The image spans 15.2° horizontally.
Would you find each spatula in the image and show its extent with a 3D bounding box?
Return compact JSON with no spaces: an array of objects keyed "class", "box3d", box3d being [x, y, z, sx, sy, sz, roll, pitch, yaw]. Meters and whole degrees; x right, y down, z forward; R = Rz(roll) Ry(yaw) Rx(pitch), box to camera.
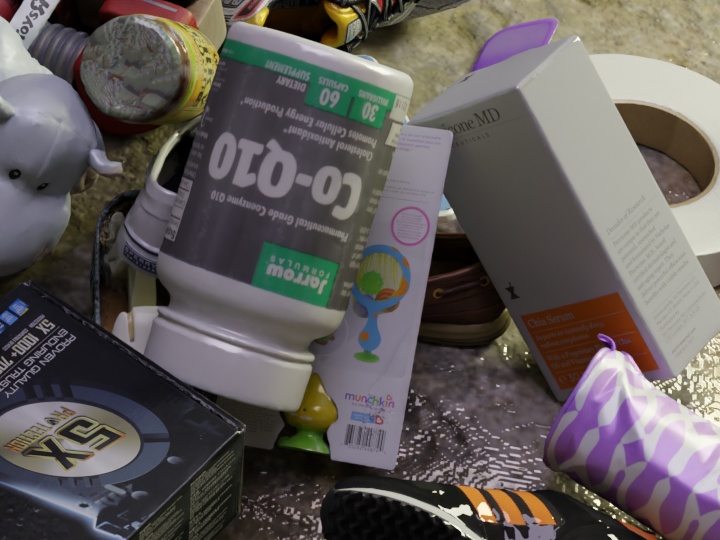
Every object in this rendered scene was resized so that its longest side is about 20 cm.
[{"class":"spatula","box3d":[0.076,-0.121,1.806,0.056,0.021,0.200,-8,22,31]}]

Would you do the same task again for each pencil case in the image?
[{"class":"pencil case","box3d":[0.202,0.122,1.547,0.199,0.084,0.086,30,89,11]}]

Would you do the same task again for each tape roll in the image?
[{"class":"tape roll","box3d":[0.182,-0.067,1.785,0.201,0.037,0.204,5,44,-5]}]

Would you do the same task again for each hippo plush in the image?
[{"class":"hippo plush","box3d":[-0.196,-0.071,1.592,0.159,0.201,0.161,26,4,-36]}]

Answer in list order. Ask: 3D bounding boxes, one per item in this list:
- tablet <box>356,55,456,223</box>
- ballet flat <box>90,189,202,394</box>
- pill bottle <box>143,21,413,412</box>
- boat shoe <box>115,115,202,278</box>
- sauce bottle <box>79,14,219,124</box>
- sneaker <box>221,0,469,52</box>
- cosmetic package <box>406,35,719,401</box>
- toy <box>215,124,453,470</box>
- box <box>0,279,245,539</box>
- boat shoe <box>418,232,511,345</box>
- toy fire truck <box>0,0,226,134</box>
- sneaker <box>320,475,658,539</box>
[{"class":"tablet","box3d":[-0.025,-0.083,1.757,0.129,0.014,0.200,-5,37,-16]},{"class":"ballet flat","box3d":[-0.131,0.030,1.601,0.074,0.075,0.201,-2,45,-13]},{"class":"pill bottle","box3d":[-0.050,-0.030,1.521,0.112,0.202,0.113,17,2,-1]},{"class":"boat shoe","box3d":[-0.083,-0.063,1.636,0.073,0.066,0.200,24,32,3]},{"class":"sauce bottle","box3d":[-0.118,-0.120,1.618,0.064,0.065,0.200,16,6,5]},{"class":"sneaker","box3d":[-0.004,-0.182,1.841,0.198,0.078,0.082,-14,43,-11]},{"class":"cosmetic package","box3d":[0.124,-0.028,1.610,0.071,0.101,0.201,-40,106,-40]},{"class":"toy","box3d":[-0.013,0.012,1.593,0.114,0.047,0.202,8,79,15]},{"class":"box","box3d":[-0.186,0.127,1.462,0.163,0.086,0.200,33,54,21]},{"class":"boat shoe","box3d":[0.000,0.000,1.657,0.198,0.068,0.072,1,44,-10]},{"class":"toy fire truck","box3d":[-0.205,-0.142,1.744,0.175,0.129,0.201,21,62,16]},{"class":"sneaker","box3d":[0.077,0.154,1.524,0.199,0.070,0.090,17,28,6]}]
